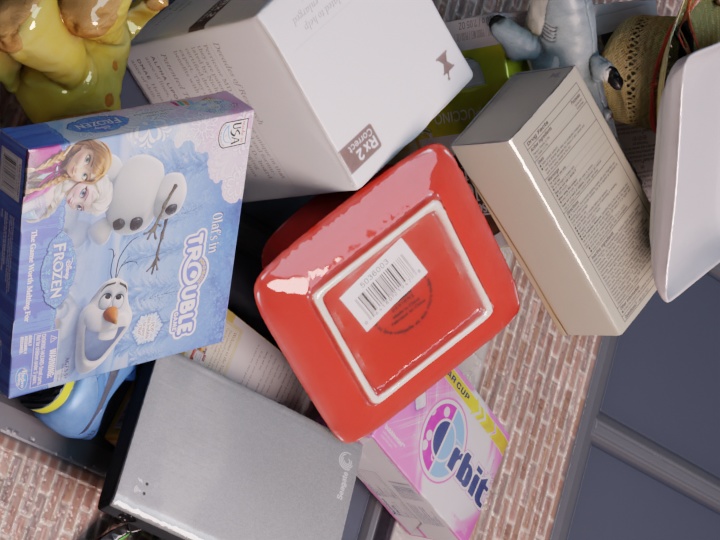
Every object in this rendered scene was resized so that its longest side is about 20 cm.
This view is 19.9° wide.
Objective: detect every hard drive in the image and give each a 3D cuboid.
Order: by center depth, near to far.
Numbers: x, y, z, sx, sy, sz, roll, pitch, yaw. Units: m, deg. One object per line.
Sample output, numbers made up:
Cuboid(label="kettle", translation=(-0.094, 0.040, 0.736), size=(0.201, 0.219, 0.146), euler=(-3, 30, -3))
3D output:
Cuboid(label="hard drive", translation=(-0.099, 0.163, 1.625), size=(0.199, 0.033, 0.140), euler=(28, 58, -23))

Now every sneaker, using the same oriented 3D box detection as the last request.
Cuboid(label="sneaker", translation=(-0.202, 0.036, 1.619), size=(0.078, 0.066, 0.201), euler=(38, 64, -44))

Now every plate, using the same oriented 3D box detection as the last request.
Cuboid(label="plate", translation=(0.278, -0.095, 1.676), size=(0.200, 0.032, 0.201), euler=(-30, 126, -58))

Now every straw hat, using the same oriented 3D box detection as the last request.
Cuboid(label="straw hat", translation=(0.247, -0.167, 1.720), size=(0.201, 0.085, 0.203), euler=(-37, 132, -55))

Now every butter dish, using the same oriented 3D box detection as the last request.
Cuboid(label="butter dish", translation=(0.000, 0.000, 1.674), size=(0.200, 0.148, 0.200), euler=(-37, 127, -11))

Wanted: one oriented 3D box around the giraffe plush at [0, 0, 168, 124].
Cuboid(label="giraffe plush", translation=(-0.220, -0.123, 1.548), size=(0.200, 0.171, 0.164), euler=(-2, 81, -72))

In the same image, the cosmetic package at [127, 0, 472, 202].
Cuboid(label="cosmetic package", translation=(-0.053, -0.169, 1.662), size=(0.165, 0.199, 0.166), euler=(-46, 115, -32))

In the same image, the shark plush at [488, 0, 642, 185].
Cuboid(label="shark plush", translation=(0.177, -0.155, 1.670), size=(0.090, 0.083, 0.201), euler=(-21, 99, -38))

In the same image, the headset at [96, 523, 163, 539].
Cuboid(label="headset", translation=(-0.137, 0.256, 1.649), size=(0.199, 0.094, 0.124), euler=(-10, 84, -18))

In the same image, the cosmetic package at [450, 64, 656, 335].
Cuboid(label="cosmetic package", translation=(0.169, -0.054, 1.665), size=(0.104, 0.073, 0.201), euler=(-47, 117, -31))

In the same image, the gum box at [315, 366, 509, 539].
Cuboid(label="gum box", translation=(0.051, 0.144, 1.787), size=(0.200, 0.066, 0.114), euler=(52, 55, -43))

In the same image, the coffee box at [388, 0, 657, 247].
Cuboid(label="coffee box", translation=(0.136, -0.124, 1.818), size=(0.199, 0.199, 0.199), euler=(-11, 94, -40))

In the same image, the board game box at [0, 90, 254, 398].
Cuboid(label="board game box", translation=(-0.178, -0.021, 1.512), size=(0.198, 0.043, 0.201), euler=(-15, 125, -39))

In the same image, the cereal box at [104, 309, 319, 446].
Cuboid(label="cereal box", translation=(-0.103, 0.129, 1.705), size=(0.200, 0.039, 0.145), euler=(41, 63, -32))
